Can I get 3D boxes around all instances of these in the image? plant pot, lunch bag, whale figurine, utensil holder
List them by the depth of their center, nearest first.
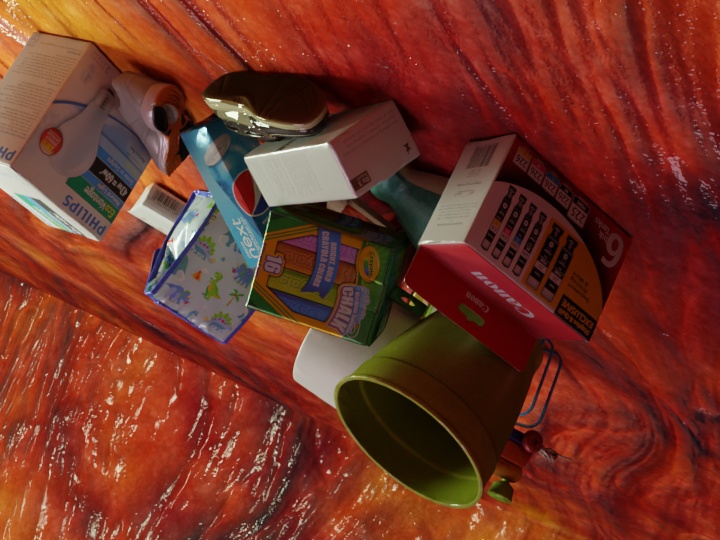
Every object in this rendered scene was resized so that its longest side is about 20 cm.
[{"bbox_3d":[0.107,0.131,1.224,0.200,0.193,0.201,31,148,22],"label":"plant pot"},{"bbox_3d":[0.089,-0.052,1.253,0.200,0.104,0.159,31,164,-6],"label":"whale figurine"},{"bbox_3d":[0.035,0.129,1.416,0.200,0.170,0.170,30,165,14],"label":"utensil holder"},{"bbox_3d":[-0.236,-0.004,1.739,0.170,0.200,0.127,36,161,-30],"label":"lunch bag"}]

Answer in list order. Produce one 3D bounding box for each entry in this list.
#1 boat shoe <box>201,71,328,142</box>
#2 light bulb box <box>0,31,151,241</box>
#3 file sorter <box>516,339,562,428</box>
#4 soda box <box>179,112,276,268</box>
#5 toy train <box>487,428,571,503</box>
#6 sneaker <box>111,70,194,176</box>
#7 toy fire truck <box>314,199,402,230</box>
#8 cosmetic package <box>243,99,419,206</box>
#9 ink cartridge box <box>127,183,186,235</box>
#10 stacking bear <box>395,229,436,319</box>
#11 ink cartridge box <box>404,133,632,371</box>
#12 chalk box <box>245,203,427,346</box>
[{"bbox_3d":[-0.099,-0.180,1.213,0.200,0.073,0.065,25,154,46],"label":"boat shoe"},{"bbox_3d":[-0.400,-0.180,1.466,0.125,0.200,0.198,16,161,34],"label":"light bulb box"},{"bbox_3d":[0.200,0.127,1.568,0.122,0.139,0.200,11,158,32],"label":"file sorter"},{"bbox_3d":[-0.149,-0.106,1.382,0.068,0.064,0.200,-4,118,51],"label":"soda box"},{"bbox_3d":[0.228,0.296,1.605,0.200,0.116,0.085,29,159,-20],"label":"toy train"},{"bbox_3d":[-0.281,-0.206,1.454,0.092,0.076,0.200,31,157,13],"label":"sneaker"},{"bbox_3d":[-0.038,-0.092,1.429,0.141,0.049,0.200,7,153,48],"label":"toy fire truck"},{"bbox_3d":[-0.037,-0.128,1.202,0.200,0.102,0.074,-3,119,57],"label":"cosmetic package"},{"bbox_3d":[-0.327,-0.089,1.925,0.162,0.050,0.200,32,171,-16],"label":"ink cartridge box"},{"bbox_3d":[0.098,0.014,1.364,0.199,0.122,0.114,26,132,4],"label":"stacking bear"},{"bbox_3d":[0.168,-0.011,1.127,0.200,0.176,0.084,36,161,-27],"label":"ink cartridge box"},{"bbox_3d":[-0.014,0.006,1.277,0.199,0.124,0.125,17,-168,8],"label":"chalk box"}]
